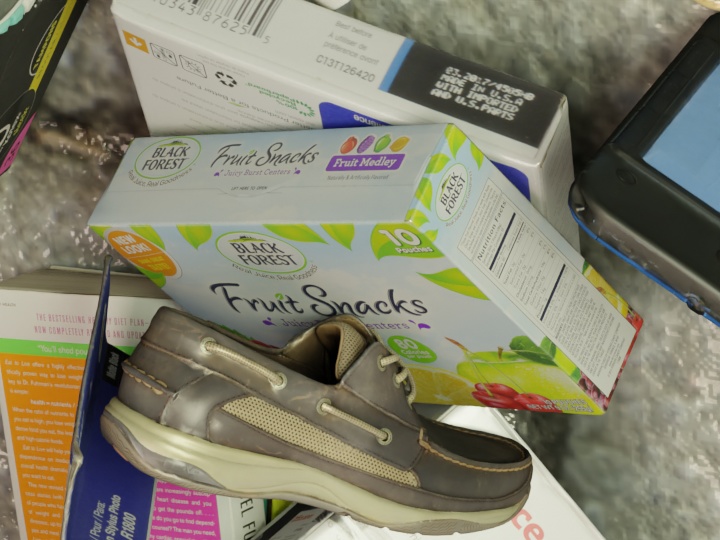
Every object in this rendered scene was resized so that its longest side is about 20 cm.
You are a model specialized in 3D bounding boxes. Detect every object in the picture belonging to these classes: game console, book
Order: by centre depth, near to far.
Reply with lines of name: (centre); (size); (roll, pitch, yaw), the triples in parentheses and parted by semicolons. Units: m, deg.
game console: (0.198, -0.052, 1.011); (0.170, 0.200, 0.119); (35, 124, 6)
book: (-0.105, 0.104, 1.291); (0.133, 0.048, 0.201); (5, 106, 36)

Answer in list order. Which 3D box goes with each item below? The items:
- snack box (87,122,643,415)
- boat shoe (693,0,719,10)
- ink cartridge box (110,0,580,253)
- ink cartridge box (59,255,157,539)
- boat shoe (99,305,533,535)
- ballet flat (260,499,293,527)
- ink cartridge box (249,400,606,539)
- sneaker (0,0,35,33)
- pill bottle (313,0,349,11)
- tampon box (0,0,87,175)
snack box: (0.000, 0.000, 1.149); (0.199, 0.053, 0.142); (0, 145, 46)
boat shoe: (0.174, -0.147, 1.024); (0.073, 0.069, 0.200); (26, 146, -15)
ink cartridge box: (0.000, -0.043, 1.182); (0.197, 0.047, 0.200); (20, 158, 15)
ink cartridge box: (-0.112, 0.124, 1.168); (0.040, 0.200, 0.201); (9, 115, -5)
boat shoe: (-0.007, 0.059, 1.104); (0.074, 0.199, 0.074); (28, 104, 54)
ballet flat: (-0.023, 0.150, 1.309); (0.067, 0.067, 0.201); (12, 120, 4)
ink cartridge box: (0.016, 0.165, 1.221); (0.200, 0.084, 0.145); (-40, 98, -2)
sneaker: (-0.167, -0.180, 1.116); (0.077, 0.201, 0.091); (-2, 140, 2)
pill bottle: (-0.053, -0.207, 1.100); (0.200, 0.110, 0.109); (44, 126, -12)
tampon box: (-0.240, -0.129, 1.227); (0.200, 0.126, 0.150); (35, 126, 4)
